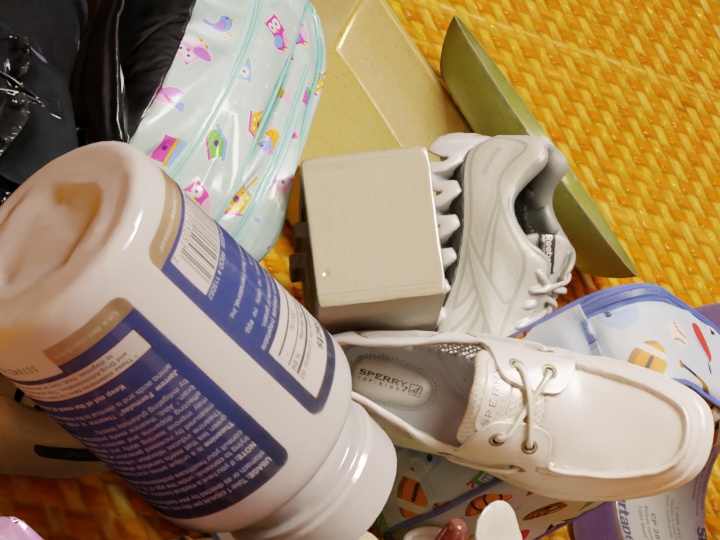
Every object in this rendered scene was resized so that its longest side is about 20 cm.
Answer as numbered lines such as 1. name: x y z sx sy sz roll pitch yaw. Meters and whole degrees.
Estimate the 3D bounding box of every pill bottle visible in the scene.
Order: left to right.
1. pill bottle: -0.075 0.045 1.230 0.200 0.111 0.111 46 27 -32

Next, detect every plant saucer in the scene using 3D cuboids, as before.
1. plant saucer: -0.008 -0.077 1.654 0.200 0.048 0.200 -14 67 -56
2. plant saucer: 0.105 -0.070 1.757 0.200 0.031 0.200 54 6 -9

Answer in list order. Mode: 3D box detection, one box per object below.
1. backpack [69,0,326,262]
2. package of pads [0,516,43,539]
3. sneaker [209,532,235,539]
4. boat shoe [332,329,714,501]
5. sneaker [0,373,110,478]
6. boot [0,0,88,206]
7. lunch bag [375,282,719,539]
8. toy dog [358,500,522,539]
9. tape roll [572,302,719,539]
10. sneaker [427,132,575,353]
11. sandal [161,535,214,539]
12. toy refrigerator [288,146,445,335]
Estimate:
1. backpack: -0.095 -0.083 1.406 0.126 0.167 0.200 31 45 -21
2. package of pads: -0.152 0.201 1.119 0.120 0.076 0.200 44 30 -12
3. sneaker: -0.062 0.040 1.333 0.070 0.082 0.200 -100 171 -59
4. boat shoe: 0.068 0.067 1.344 0.069 0.200 0.071 32 67 -68
5. sneaker: -0.178 0.032 1.268 0.200 0.073 0.112 15 55 -58
6. boot: -0.217 -0.093 1.276 0.200 0.076 0.168 14 43 -17
7. lunch bag: 0.098 0.086 1.456 0.160 0.200 0.076 26 40 -62
8. toy dog: 0.060 0.153 1.299 0.132 0.096 0.200 44 24 16
9. tape roll: 0.220 0.123 1.574 0.085 0.200 0.200 17 43 -41
10. sneaker: 0.079 0.018 1.573 0.075 0.081 0.201 10 77 -58
11. sandal: -0.062 0.145 1.221 0.082 0.200 0.055 63 42 -54
12. toy refrigerator: 0.000 0.000 1.436 0.200 0.070 0.076 96 -13 -78
